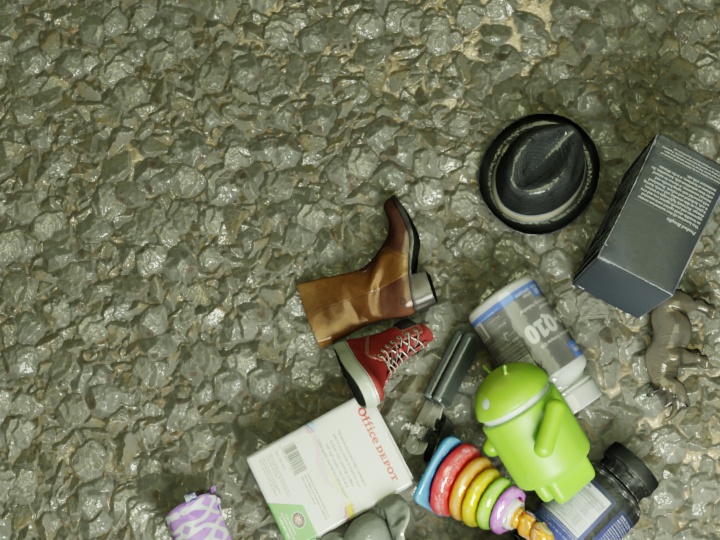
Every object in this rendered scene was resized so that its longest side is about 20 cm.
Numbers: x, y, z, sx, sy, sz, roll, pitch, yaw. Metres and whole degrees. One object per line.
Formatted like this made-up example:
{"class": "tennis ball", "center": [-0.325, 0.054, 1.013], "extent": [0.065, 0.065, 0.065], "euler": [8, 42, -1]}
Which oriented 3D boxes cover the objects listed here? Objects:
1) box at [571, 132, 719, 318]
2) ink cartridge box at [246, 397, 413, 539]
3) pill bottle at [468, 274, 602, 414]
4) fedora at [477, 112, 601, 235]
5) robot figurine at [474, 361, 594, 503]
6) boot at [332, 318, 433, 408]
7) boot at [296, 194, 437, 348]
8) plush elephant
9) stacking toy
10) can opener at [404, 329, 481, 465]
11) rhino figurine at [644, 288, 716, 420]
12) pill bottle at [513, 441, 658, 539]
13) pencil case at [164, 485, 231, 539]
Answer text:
{"class": "box", "center": [0.411, -0.056, 1.526], "extent": [0.122, 0.200, 0.200], "euler": [28, 81, 6]}
{"class": "ink cartridge box", "center": [-0.042, 0.286, 1.522], "extent": [0.198, 0.084, 0.146], "euler": [-28, 79, -5]}
{"class": "pill bottle", "center": [0.253, 0.119, 1.536], "extent": [0.113, 0.114, 0.201], "euler": [-32, 80, -5]}
{"class": "fedora", "center": [0.274, -0.156, 1.603], "extent": [0.197, 0.092, 0.204], "euler": [0, 79, 1]}
{"class": "robot figurine", "center": [0.231, 0.212, 1.438], "extent": [0.115, 0.175, 0.202], "euler": [-33, 93, -18]}
{"class": "boot", "center": [0.043, 0.122, 1.502], "extent": [0.142, 0.200, 0.073], "euler": [-20, 105, -4]}
{"class": "boot", "center": [0.000, 0.000, 1.607], "extent": [0.197, 0.068, 0.191], "euler": [-19, 77, 10]}
{"class": "plush elephant", "center": [0.027, 0.404, 1.461], "extent": [0.163, 0.200, 0.157], "euler": [-22, 64, 4]}
{"class": "stacking toy", "center": [0.182, 0.319, 1.458], "extent": [0.198, 0.116, 0.111], "euler": [26, 80, 36]}
{"class": "can opener", "center": [0.124, 0.185, 1.564], "extent": [0.066, 0.052, 0.202], "euler": [29, 80, -28]}
{"class": "rhino figurine", "center": [0.460, 0.120, 1.559], "extent": [0.086, 0.060, 0.203], "euler": [11, 80, 0]}
{"class": "pill bottle", "center": [0.318, 0.340, 1.489], "extent": [0.200, 0.112, 0.112], "euler": [-43, 80, -8]}
{"class": "pencil case", "center": [-0.204, 0.411, 1.505], "extent": [0.085, 0.084, 0.202], "euler": [-20, 79, -27]}
